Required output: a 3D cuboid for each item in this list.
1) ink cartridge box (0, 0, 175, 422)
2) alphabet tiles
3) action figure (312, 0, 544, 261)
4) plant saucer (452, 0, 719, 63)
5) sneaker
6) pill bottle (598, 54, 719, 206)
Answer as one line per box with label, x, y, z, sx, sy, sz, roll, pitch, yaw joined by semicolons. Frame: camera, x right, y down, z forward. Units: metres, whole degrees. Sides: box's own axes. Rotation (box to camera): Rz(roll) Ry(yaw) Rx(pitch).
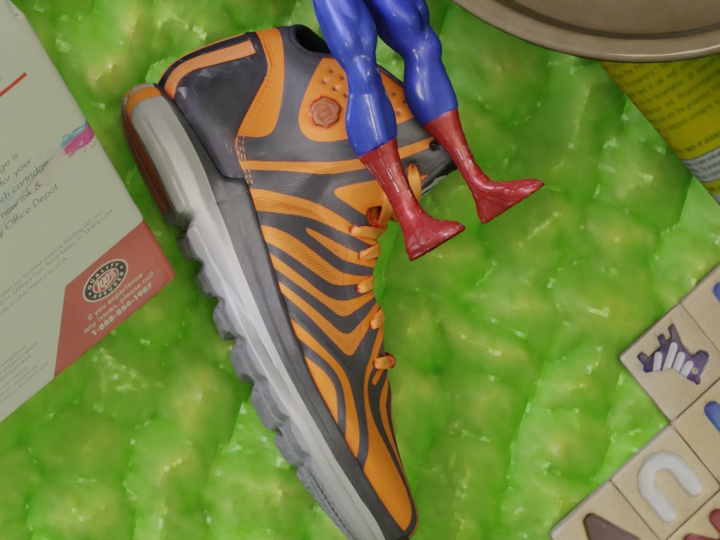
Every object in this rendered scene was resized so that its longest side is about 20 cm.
ink cartridge box;-0.155;-0.035;1.026;0.116;0.200;0.067;-39;53;-10
alphabet tiles;0.178;0.076;1.190;0.200;0.008;0.167;-41;98;-10
action figure;0.009;-0.114;1.053;0.065;0.099;0.201;-28;87;-37
plant saucer;0.093;-0.159;1.003;0.198;0.029;0.202;-1;71;3
sneaker;0.000;0.000;1.115;0.112;0.078;0.201;-26;95;-10
pill bottle;0.127;-0.118;1.126;0.109;0.109;0.200;-43;98;-9
